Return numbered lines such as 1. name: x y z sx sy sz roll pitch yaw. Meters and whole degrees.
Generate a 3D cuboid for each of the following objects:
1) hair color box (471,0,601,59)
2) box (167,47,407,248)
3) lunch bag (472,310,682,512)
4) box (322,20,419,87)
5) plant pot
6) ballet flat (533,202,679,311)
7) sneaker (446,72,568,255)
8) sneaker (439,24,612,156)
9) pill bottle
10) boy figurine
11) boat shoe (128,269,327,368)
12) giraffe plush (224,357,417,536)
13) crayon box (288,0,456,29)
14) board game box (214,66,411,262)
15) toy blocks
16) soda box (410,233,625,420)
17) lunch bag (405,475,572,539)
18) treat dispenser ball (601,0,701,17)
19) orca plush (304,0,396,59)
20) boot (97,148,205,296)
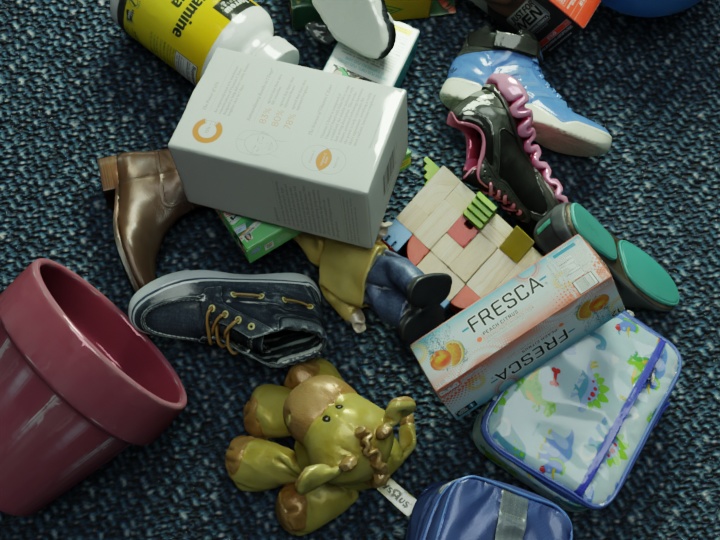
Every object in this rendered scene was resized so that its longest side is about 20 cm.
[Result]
1. hair color box: 0.165 -0.334 1.154 0.199 0.101 0.062 37 73 -7
2. box: -0.065 -0.119 0.995 0.197 0.098 0.126 15 62 12
3. lunch bag: 0.221 0.129 1.039 0.160 0.083 0.201 34 74 6
4. box: -0.009 -0.191 1.151 0.081 0.049 0.202 23 72 6
5. plant pot: -0.292 0.121 0.970 0.200 0.200 0.179 44 91 12
6. ballet flat: 0.252 -0.006 1.077 0.199 0.073 0.074 31 67 -33
7. sneaker: 0.151 -0.099 1.087 0.095 0.079 0.202 -28 102 -19
8. sneaker: 0.198 -0.208 1.151 0.197 0.077 0.113 21 81 11
9. pill bottle: -0.169 -0.264 1.135 0.199 0.113 0.113 37 74 9
10. boy figurine: 0.000 0.000 1.047 0.064 0.126 0.199 -11 31 -39
11. boat shoe: -0.131 0.050 1.029 0.197 0.072 0.091 -5 36 -11
12. giraffe plush: -0.026 0.163 0.971 0.197 0.163 0.174 22 71 6
13. crayon box: 0.010 -0.358 1.207 0.197 0.051 0.129 -7 72 -5
14. board game box: -0.065 -0.113 1.067 0.198 0.029 0.135 -31 66 -13
15. toy blocks: 0.096 -0.005 1.079 0.200 0.100 0.137 43 86 9
16. soda box: 0.151 0.055 0.992 0.198 0.069 0.064 -33 49 4
17. lunch bag: 0.103 0.293 0.942 0.134 0.132 0.203 18 71 -5
18. treat dispenser ball: 0.329 -0.388 1.152 0.197 0.201 0.204 1 71 -2
19. orca plush: -0.027 -0.313 1.146 0.199 0.106 0.071 35 30 17
20. boot: -0.166 -0.065 1.100 0.197 0.064 0.189 -14 75 -12
